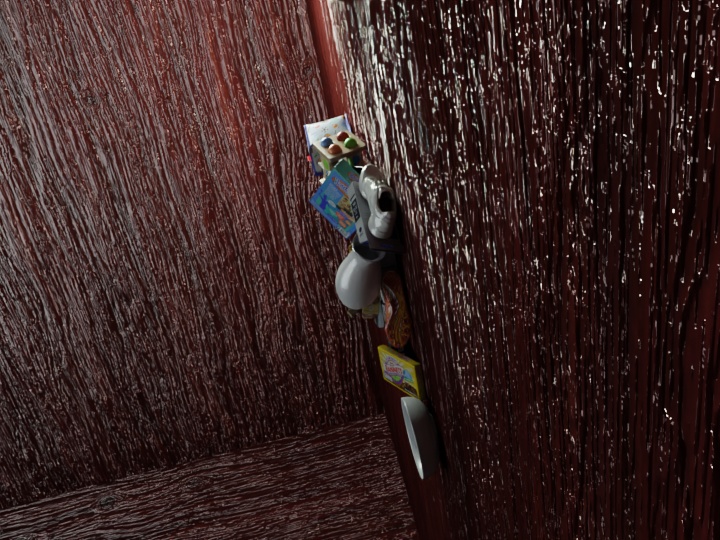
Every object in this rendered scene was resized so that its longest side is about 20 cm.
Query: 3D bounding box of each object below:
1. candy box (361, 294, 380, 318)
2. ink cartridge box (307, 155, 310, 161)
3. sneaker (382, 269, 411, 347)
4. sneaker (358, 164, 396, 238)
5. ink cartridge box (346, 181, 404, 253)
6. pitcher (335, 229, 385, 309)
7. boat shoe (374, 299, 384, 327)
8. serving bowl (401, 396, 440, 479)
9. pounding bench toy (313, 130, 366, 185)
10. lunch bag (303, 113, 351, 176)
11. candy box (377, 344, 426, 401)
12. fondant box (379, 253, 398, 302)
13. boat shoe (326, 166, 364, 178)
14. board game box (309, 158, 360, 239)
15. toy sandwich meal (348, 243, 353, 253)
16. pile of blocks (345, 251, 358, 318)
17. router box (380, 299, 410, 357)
[{"bbox_3d":[0.039,0.040,1.799,0.117,0.055,0.205,93,-179,-79],"label":"candy box"},{"bbox_3d":[-0.155,-0.545,2.541,0.200,0.171,0.086,-114,11,-73],"label":"ink cartridge box"},{"bbox_3d":[0.096,0.097,1.498,0.077,0.071,0.205,-47,-47,-80],"label":"sneaker"},{"bbox_3d":[0.049,-0.176,1.329,0.100,0.073,0.203,114,149,-52],"label":"sneaker"},{"bbox_3d":[0.034,-0.117,1.373,0.039,0.098,0.203,-49,44,44],"label":"ink cartridge box"},{"bbox_3d":[0.000,-0.016,1.491,0.202,0.118,0.174,105,166,-44],"label":"pitcher"},{"bbox_3d":[0.033,0.093,1.903,0.072,0.066,0.205,-114,12,-75],"label":"boat shoe"},{"bbox_3d":[0.158,0.413,1.461,0.200,0.064,0.205,166,91,-86],"label":"serving bowl"},{"bbox_3d":[-0.039,-0.304,1.713,0.200,0.122,0.158,48,155,46],"label":"pounding bench toy"},{"bbox_3d":[-0.100,-0.431,2.033,0.125,0.166,0.204,73,-176,-59],"label":"lunch bag"},{"bbox_3d":[0.111,0.275,1.577,0.199,0.026,0.105,16,119,62],"label":"candy box"},{"bbox_3d":[0.062,-0.035,1.588,0.145,0.057,0.204,-110,10,-69],"label":"fondant box"},{"bbox_3d":[-0.031,-0.252,1.571,0.200,0.075,0.063,21,165,49],"label":"boat shoe"},{"bbox_3d":[-0.040,-0.183,1.531,0.152,0.045,0.200,45,150,-5],"label":"board game box"},{"bbox_3d":[0.000,0.000,1.648,0.205,0.069,0.210,168,90,-86],"label":"toy sandwich meal"},{"bbox_3d":[-0.029,0.048,1.785,0.062,0.080,0.205,101,175,-72],"label":"pile of blocks"},{"bbox_3d":[0.104,0.187,1.708,0.149,0.050,0.205,-174,74,-87],"label":"router box"}]
